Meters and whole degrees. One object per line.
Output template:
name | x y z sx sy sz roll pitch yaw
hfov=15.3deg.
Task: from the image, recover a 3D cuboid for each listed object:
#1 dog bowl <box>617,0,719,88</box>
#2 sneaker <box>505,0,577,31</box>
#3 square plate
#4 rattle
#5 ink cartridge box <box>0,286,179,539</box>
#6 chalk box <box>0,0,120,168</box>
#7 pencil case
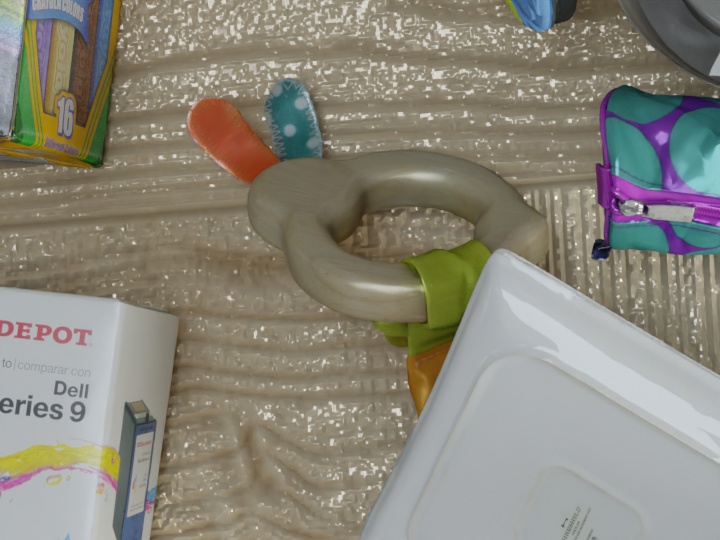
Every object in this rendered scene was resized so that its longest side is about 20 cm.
dog bowl | 0.221 -0.170 1.307 0.200 0.059 0.200 -6 74 22
sneaker | 0.105 -0.214 1.296 0.083 0.071 0.200 5 94 -20
square plate | 0.110 0.116 1.288 0.198 0.028 0.200 31 125 11
rattle | 0.000 0.000 1.386 0.200 0.143 0.130 20 58 31
ink cartridge box | -0.185 0.108 1.397 0.145 0.088 0.200 7 85 17
chalk box | -0.201 -0.163 1.409 0.124 0.124 0.200 6 86 17
pencil case | 0.212 -0.034 1.295 0.200 0.092 0.085 9 122 15
